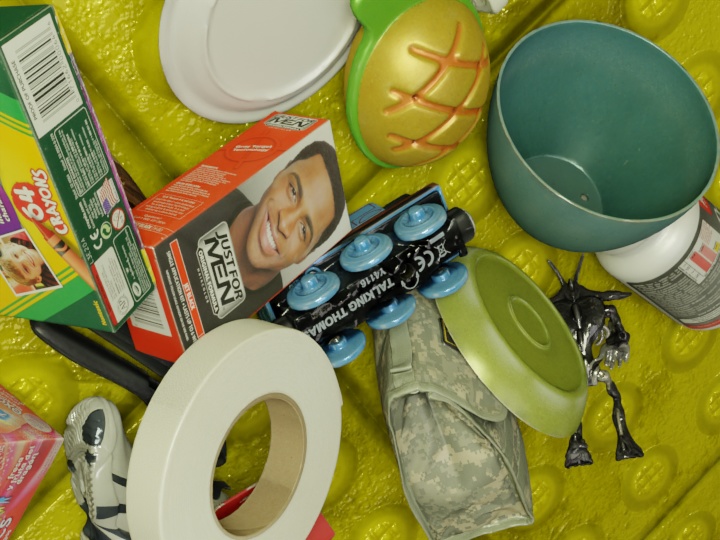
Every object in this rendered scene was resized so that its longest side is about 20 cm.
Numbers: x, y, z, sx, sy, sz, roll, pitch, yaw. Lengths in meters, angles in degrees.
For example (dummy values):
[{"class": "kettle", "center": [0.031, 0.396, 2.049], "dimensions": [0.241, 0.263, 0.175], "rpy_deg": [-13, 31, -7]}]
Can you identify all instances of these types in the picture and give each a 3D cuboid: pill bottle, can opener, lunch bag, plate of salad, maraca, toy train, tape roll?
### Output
[{"class": "pill bottle", "center": [0.300, -0.028, 1.126], "dimensions": [0.199, 0.116, 0.117], "rpy_deg": [30, 95, -38]}, {"class": "can opener", "center": [-0.174, 0.078, 0.917], "dimensions": [0.063, 0.079, 0.200], "rpy_deg": [-47, 117, -2]}, {"class": "lunch bag", "center": [0.073, 0.111, 1.008], "dimensions": [0.116, 0.165, 0.202], "rpy_deg": [-19, 126, 11]}, {"class": "plate of salad", "center": [-0.066, -0.200, 0.852], "dimensions": [0.198, 0.048, 0.202], "rpy_deg": [-29, 146, -21]}, {"class": "maraca", "center": [0.044, -0.167, 0.896], "dimensions": [0.136, 0.107, 0.202], "rpy_deg": [-31, 139, -24]}, {"class": "toy train", "center": [0.000, 0.000, 0.952], "dimensions": [0.198, 0.114, 0.088], "rpy_deg": [-33, 119, -15]}, {"class": "tape roll", "center": [-0.085, 0.138, 0.834], "dimensions": [0.202, 0.037, 0.207], "rpy_deg": [-22, 118, -49]}]

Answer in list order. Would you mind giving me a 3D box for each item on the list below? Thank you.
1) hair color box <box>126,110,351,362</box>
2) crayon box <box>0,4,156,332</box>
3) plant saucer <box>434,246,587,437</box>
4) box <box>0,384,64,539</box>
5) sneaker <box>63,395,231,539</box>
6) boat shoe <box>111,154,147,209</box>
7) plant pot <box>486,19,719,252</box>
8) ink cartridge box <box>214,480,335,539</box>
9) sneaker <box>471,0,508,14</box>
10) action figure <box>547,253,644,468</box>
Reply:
[{"class": "hair color box", "center": [-0.093, -0.029, 0.852], "dimensions": [0.200, 0.060, 0.103], "rpy_deg": [-43, 132, -40]}, {"class": "crayon box", "center": [-0.240, -0.064, 0.736], "dimensions": [0.058, 0.170, 0.203], "rpy_deg": [-52, 137, -45]}, {"class": "plant saucer", "center": [0.141, 0.053, 1.017], "dimensions": [0.031, 0.202, 0.199], "rpy_deg": [-40, 133, 25]}, {"class": "box", "center": [-0.320, 0.178, 0.827], "dimensions": [0.202, 0.102, 0.094], "rpy_deg": [-59, 160, 6]}, {"class": "sneaker", "center": [-0.170, 0.176, 0.954], "dimensions": [0.128, 0.079, 0.202], "rpy_deg": [-16, 120, -27]}, {"class": "boat shoe", "center": [-0.165, -0.006, 0.875], "dimensions": [0.072, 0.067, 0.201], "rpy_deg": [-39, 127, -10]}, {"class": "plant pot", "center": [0.192, -0.095, 1.001], "dimensions": [0.197, 0.202, 0.135], "rpy_deg": [-19, 158, -23]}, {"class": "ink cartridge box", "center": [-0.101, 0.252, 0.967], "dimensions": [0.115, 0.067, 0.201], "rpy_deg": [-24, 155, -46]}, {"class": "sneaker", "center": [0.076, -0.299, 0.890], "dimensions": [0.085, 0.075, 0.200], "rpy_deg": [-50, 134, -10]}, {"class": "action figure", "center": [0.220, 0.092, 1.145], "dimensions": [0.117, 0.102, 0.204], "rpy_deg": [-8, 78, 2]}]
